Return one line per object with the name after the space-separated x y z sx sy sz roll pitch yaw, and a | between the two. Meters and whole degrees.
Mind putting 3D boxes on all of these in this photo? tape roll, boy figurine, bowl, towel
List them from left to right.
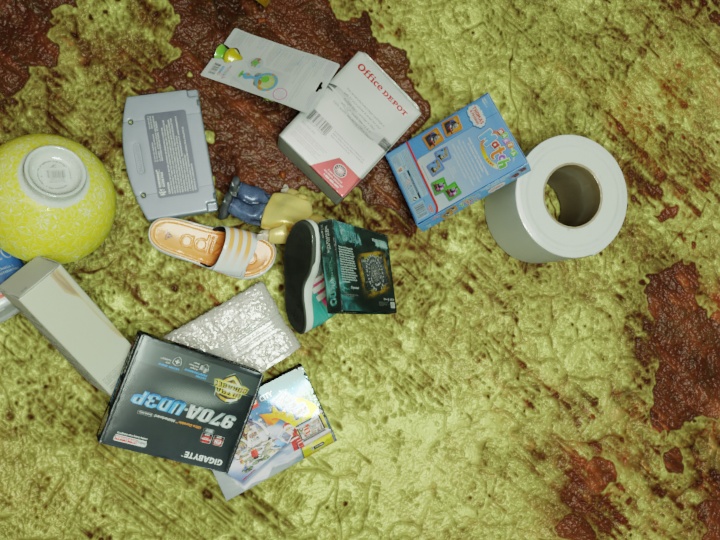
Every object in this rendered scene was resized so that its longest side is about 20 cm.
-0.448 -0.121 0.907 0.198 0.107 0.203 13 65 -29 | bowl
-0.212 0.120 1.014 0.199 0.034 0.133 -31 93 -11 | towel
-0.125 -0.089 1.020 0.198 0.065 0.125 20 50 -10 | boy figurine
0.331 -0.117 1.076 0.200 0.139 0.206 1 86 -10 | tape roll

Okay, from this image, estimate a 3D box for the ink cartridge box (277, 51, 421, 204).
-0.020 -0.235 1.044 0.147 0.083 0.200 44 81 -5 | ink cartridge box

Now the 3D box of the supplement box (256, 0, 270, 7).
-0.206 -0.537 0.952 0.199 0.197 0.133 38 103 -6 | supplement box

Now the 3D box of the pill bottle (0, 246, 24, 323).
-0.574 -0.021 0.914 0.112 0.112 0.201 -35 94 -10 | pill bottle

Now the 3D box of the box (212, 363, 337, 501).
-0.155 0.259 1.014 0.198 0.038 0.138 -26 91 -11 | box

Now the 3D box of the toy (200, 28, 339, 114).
-0.146 -0.318 1.025 0.198 0.047 0.116 24 66 9 | toy

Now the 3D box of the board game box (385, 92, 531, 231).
0.156 -0.178 1.029 0.199 0.037 0.153 -29 64 15 | board game box

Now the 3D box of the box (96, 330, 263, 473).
-0.262 0.196 0.925 0.199 0.046 0.161 25 81 -28 | box

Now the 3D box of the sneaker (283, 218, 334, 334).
-0.052 -0.001 0.995 0.120 0.083 0.202 -22 134 -36 | sneaker

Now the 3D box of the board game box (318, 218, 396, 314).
0.000 0.000 0.984 0.028 0.199 0.137 -10 81 25 | board game box

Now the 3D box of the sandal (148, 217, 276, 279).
-0.232 -0.034 0.993 0.204 0.059 0.080 12 88 -20 | sandal

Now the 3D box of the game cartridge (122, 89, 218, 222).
-0.312 -0.185 1.012 0.131 0.042 0.203 -10 89 -7 | game cartridge

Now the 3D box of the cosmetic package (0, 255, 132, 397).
-0.409 0.081 0.896 0.071 0.105 0.201 -48 129 -28 | cosmetic package
